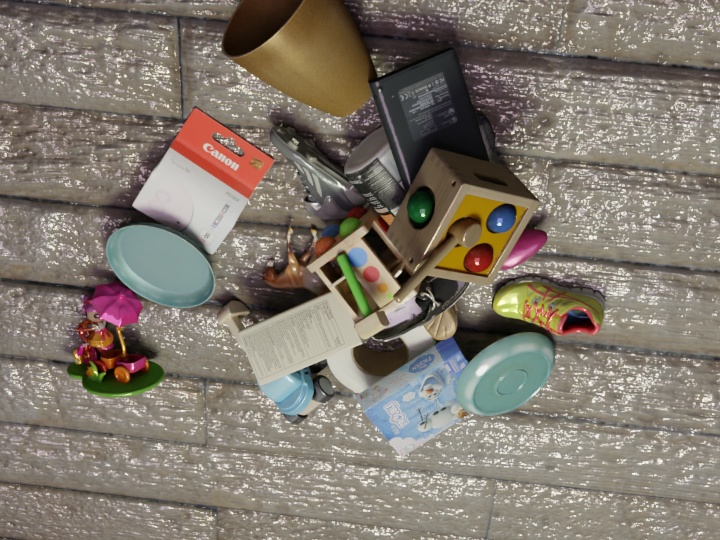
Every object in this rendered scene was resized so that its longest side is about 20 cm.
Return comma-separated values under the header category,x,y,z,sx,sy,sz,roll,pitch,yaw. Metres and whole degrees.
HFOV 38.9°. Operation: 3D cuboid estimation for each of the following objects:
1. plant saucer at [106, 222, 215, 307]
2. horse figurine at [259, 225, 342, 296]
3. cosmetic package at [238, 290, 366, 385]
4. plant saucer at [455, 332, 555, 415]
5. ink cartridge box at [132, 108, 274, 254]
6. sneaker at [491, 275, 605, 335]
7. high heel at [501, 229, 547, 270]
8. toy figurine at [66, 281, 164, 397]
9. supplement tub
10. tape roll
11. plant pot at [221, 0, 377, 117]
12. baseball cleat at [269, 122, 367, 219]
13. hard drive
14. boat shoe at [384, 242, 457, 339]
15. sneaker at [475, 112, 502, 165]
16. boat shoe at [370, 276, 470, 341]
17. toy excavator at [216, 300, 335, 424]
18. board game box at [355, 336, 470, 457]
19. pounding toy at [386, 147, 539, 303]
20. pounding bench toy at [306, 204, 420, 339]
category,x,y,z,sx,sy,sz,roll,pitch,yaw
plant saucer,-0.341,-0.013,1.761,0.198,0.028,0.201,11,139,10
horse figurine,-0.068,0.000,1.765,0.198,0.050,0.134,18,117,-3
cosmetic package,-0.095,0.109,1.733,0.198,0.071,0.106,-22,90,13
plant saucer,0.263,0.192,1.811,0.198,0.028,0.202,-16,136,-16
ink cartridge box,-0.263,-0.143,1.695,0.162,0.057,0.200,32,125,-14
sneaker,0.323,0.068,1.743,0.197,0.091,0.079,4,125,5
high heel,0.206,-0.049,1.695,0.198,0.068,0.096,-14,131,29
toy figurine,-0.457,0.108,1.850,0.198,0.150,0.186,10,112,29
supplement tub,0.078,-0.126,1.626,0.122,0.123,0.200,-33,114,24
tape roll,0.036,0.128,1.821,0.200,0.071,0.204,3,123,4
plant pot,-0.071,-0.322,1.500,0.185,0.188,0.200,-32,128,23
baseball cleat,-0.081,-0.148,1.660,0.199,0.070,0.107,35,119,-15
hard drive,0.108,-0.213,1.532,0.138,0.033,0.202,-24,108,-11
boat shoe,0.105,0.021,1.749,0.073,0.069,0.202,-25,96,22
sneaker,0.189,-0.152,1.637,0.086,0.075,0.202,-13,112,22
boat shoe,0.096,0.054,1.682,0.198,0.060,0.074,-28,98,8
toy excavator,-0.159,0.159,1.834,0.100,0.196,0.199,-37,140,26
board game box,0.115,0.227,1.814,0.198,0.044,0.200,-32,140,3
pounding toy,0.136,-0.057,1.496,0.198,0.143,0.185,9,121,-36
pounding bench toy,0.000,0.000,1.619,0.124,0.200,0.156,-34,103,22
